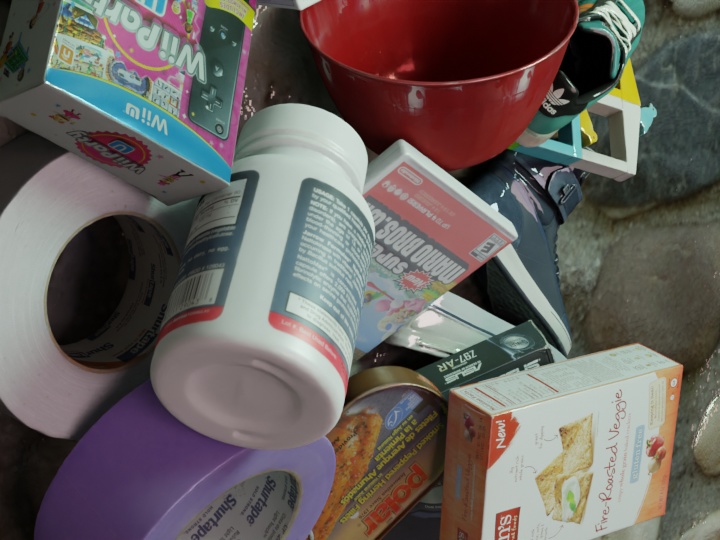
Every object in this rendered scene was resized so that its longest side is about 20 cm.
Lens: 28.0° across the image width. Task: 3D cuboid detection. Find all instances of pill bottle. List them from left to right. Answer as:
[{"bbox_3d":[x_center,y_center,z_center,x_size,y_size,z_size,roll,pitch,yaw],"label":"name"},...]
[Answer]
[{"bbox_3d":[-0.053,-0.002,0.911,0.120,0.118,0.202,50,39,-39],"label":"pill bottle"}]

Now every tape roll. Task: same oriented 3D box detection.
[{"bbox_3d":[-0.177,0.008,0.949,0.199,0.066,0.203,-13,109,-40],"label":"tape roll"},{"bbox_3d":[-0.116,0.162,0.983,0.199,0.085,0.201,-35,149,-24],"label":"tape roll"}]

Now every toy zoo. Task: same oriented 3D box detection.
[{"bbox_3d":[0.167,-0.151,1.189,0.198,0.020,0.133,12,67,-33],"label":"toy zoo"}]

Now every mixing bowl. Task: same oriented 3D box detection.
[{"bbox_3d":[0.056,-0.143,1.050,0.199,0.199,0.109,-32,137,-32],"label":"mixing bowl"}]

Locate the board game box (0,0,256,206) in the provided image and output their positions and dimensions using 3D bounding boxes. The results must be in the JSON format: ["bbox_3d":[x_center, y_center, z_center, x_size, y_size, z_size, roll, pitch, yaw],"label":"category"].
[{"bbox_3d":[-0.136,-0.163,0.891,0.147,0.064,0.203,28,60,-42],"label":"board game box"}]

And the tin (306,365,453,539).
[{"bbox_3d":[-0.012,0.159,1.110,0.200,0.042,0.112,-45,116,7],"label":"tin"}]

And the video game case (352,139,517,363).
[{"bbox_3d":[0.000,0.000,1.061,0.199,0.018,0.142,-38,136,21],"label":"video game case"}]

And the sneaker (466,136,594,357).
[{"bbox_3d":[0.162,-0.029,1.245,0.147,0.076,0.203,-52,132,-20],"label":"sneaker"}]

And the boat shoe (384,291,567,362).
[{"bbox_3d":[0.094,0.078,1.213,0.201,0.074,0.087,27,83,-40],"label":"boat shoe"}]

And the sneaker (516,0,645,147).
[{"bbox_3d":[0.187,-0.175,1.145,0.071,0.080,0.200,46,53,-9],"label":"sneaker"}]

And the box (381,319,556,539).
[{"bbox_3d":[0.078,0.151,1.180,0.198,0.044,0.162,-23,120,-5],"label":"box"}]

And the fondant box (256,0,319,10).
[{"bbox_3d":[-0.031,-0.302,1.003,0.144,0.058,0.202,-33,121,-32],"label":"fondant box"}]

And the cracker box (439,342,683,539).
[{"bbox_3d":[0.158,0.145,1.130,0.198,0.058,0.136,-11,113,-31],"label":"cracker box"}]
